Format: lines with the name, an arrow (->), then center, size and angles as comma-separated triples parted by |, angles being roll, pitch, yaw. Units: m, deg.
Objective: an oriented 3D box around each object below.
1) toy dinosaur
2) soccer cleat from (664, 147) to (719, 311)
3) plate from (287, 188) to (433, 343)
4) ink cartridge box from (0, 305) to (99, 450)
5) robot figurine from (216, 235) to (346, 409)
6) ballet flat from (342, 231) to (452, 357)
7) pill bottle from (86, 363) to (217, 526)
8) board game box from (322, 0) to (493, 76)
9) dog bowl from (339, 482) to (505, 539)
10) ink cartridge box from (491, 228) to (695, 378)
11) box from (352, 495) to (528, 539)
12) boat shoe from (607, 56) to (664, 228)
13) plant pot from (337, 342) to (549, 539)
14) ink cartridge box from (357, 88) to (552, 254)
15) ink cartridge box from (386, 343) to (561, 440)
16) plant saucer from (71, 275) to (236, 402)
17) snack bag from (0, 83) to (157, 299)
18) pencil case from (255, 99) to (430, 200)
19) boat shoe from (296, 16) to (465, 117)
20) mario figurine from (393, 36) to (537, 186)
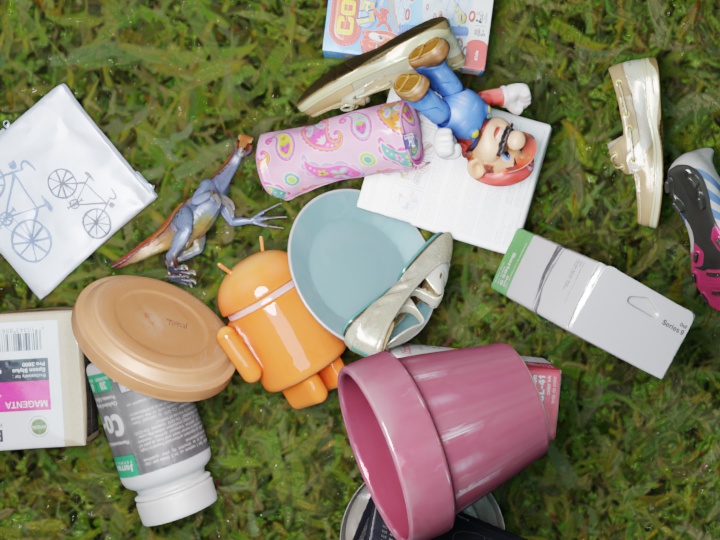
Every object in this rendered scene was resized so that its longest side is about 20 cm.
toy dinosaur -> -0.192, -0.081, 1.577 | 0.198, 0.105, 0.184 | 10, 75, 10
soccer cleat -> 0.425, -0.052, 1.582 | 0.086, 0.069, 0.202 | -38, 114, -39
plate -> 0.000, 0.000, 1.563 | 0.198, 0.026, 0.202 | 13, 62, -26
ink cartridge box -> -0.421, 0.130, 1.591 | 0.197, 0.075, 0.167 | -4, 92, 0
robot figurine -> -0.091, 0.061, 1.565 | 0.143, 0.117, 0.201 | -30, 96, 1
ballet flat -> 0.059, 0.035, 1.523 | 0.062, 0.068, 0.200 | 36, 60, 18
pill bottle -> -0.243, 0.190, 1.573 | 0.112, 0.113, 0.202 | -18, 92, 1
board game box -> 0.062, -0.344, 1.574 | 0.193, 0.056, 0.203 | 6, 93, -1
dog bowl -> 0.074, 0.320, 1.606 | 0.197, 0.059, 0.203 | 0, 94, 0
ink cartridge box -> 0.258, 0.033, 1.502 | 0.145, 0.200, 0.085 | 26, 93, -22
box -> 0.082, 0.354, 1.471 | 0.198, 0.197, 0.125 | 23, 107, -1
boat shoe -> 0.327, -0.150, 1.581 | 0.066, 0.074, 0.203 | -3, 91, 13
plant pot -> 0.092, 0.166, 1.397 | 0.177, 0.200, 0.202 | -19, 93, -13
ink cartridge box -> 0.114, -0.123, 1.593 | 0.198, 0.057, 0.164 | 17, 93, 6
ink cartridge box -> 0.125, 0.139, 1.552 | 0.197, 0.148, 0.087 | 7, 93, -1
plant saucer -> -0.232, 0.070, 1.528 | 0.199, 0.201, 0.032 | 29, 119, -1
snack bag -> -0.375, -0.100, 1.606 | 0.200, 0.021, 0.189 | -41, 93, 3
pencil case -> -0.021, -0.139, 1.543 | 0.198, 0.087, 0.089 | -11, 93, 19
boat shoe -> 0.022, -0.220, 1.528 | 0.199, 0.073, 0.064 | -27, 109, 8
mario figurine -> 0.136, -0.171, 1.488 | 0.123, 0.106, 0.200 | -45, 122, 10
